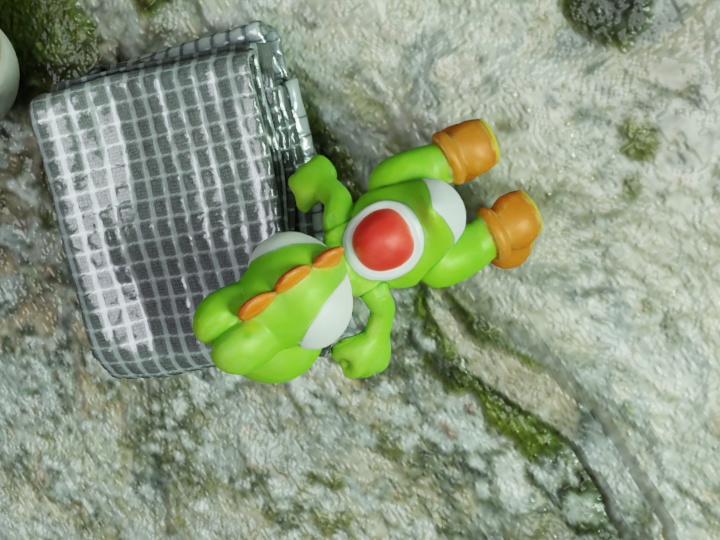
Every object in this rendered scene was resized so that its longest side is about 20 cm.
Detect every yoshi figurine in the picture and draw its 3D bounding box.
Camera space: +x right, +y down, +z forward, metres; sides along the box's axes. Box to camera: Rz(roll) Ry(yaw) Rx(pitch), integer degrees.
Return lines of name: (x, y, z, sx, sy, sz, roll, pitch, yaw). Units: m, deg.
yoshi figurine: (-0.006, -0.001, 0.918, 0.112, 0.200, 0.112, 40, 152, 46)

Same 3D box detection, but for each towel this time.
towel: (-0.103, -0.038, 1.005, 0.165, 0.086, 0.201, -9, 100, 29)

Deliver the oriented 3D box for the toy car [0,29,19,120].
toy car: (-0.321, -0.171, 1.058, 0.199, 0.175, 0.151, -5, 68, 30)
